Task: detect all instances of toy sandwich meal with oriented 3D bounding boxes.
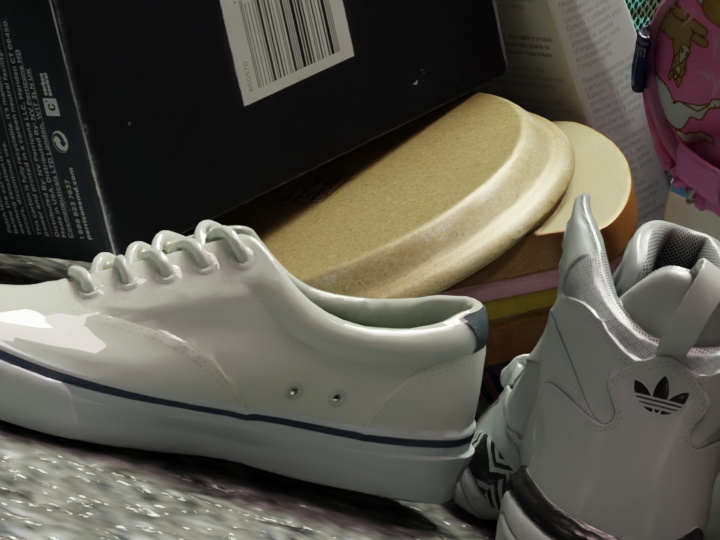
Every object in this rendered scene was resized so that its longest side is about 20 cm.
[{"bbox_3d":[0.000,0.000,1.056,0.205,0.070,0.205,-18,21,7],"label":"toy sandwich meal"}]

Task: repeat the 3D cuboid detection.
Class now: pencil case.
[{"bbox_3d":[0.168,-0.065,1.006,0.086,0.083,0.200,-11,0,33],"label":"pencil case"}]

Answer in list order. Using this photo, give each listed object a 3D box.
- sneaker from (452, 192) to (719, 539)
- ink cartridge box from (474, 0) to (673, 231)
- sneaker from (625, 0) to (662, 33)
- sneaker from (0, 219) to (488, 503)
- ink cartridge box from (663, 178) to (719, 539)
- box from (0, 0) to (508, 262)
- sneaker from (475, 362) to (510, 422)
[{"bbox_3d":[0.082,0.037,0.939,0.075,0.115,0.200,17,7,-5],"label":"sneaker"},{"bbox_3d":[0.033,-0.103,1.170,0.041,0.200,0.199,-31,22,-26],"label":"ink cartridge box"},{"bbox_3d":[0.122,-0.104,1.161,0.077,0.091,0.200,-19,-6,-21],"label":"sneaker"},{"bbox_3d":[-0.056,0.017,0.922,0.199,0.071,0.073,12,9,-17],"label":"sneaker"},{"bbox_3d":[0.211,0.045,1.028,0.199,0.126,0.128,2,13,-28],"label":"ink cartridge box"},{"bbox_3d":[-0.084,-0.089,1.075,0.200,0.104,0.182,-28,23,-39],"label":"box"},{"bbox_3d":[0.057,0.019,1.147,0.070,0.082,0.200,12,9,-38],"label":"sneaker"}]
